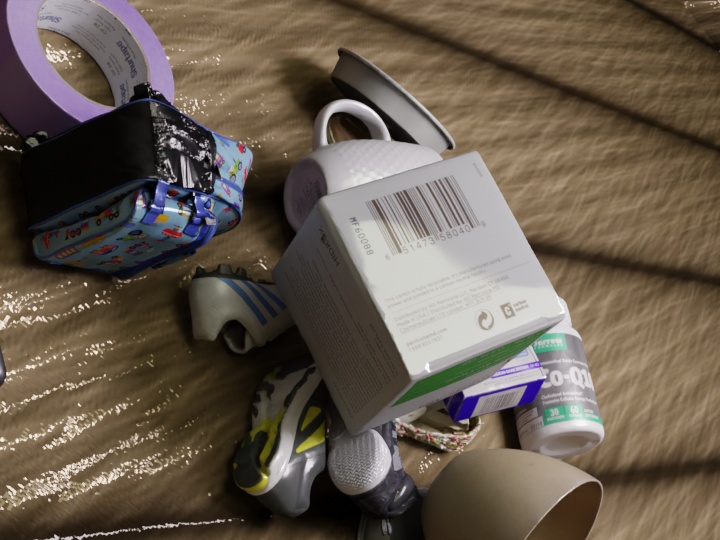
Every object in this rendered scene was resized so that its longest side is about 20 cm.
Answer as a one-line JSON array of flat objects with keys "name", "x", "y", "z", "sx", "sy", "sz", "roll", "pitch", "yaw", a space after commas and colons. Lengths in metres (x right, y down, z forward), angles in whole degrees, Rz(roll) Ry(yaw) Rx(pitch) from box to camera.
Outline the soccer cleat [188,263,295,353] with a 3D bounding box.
[{"name": "soccer cleat", "x": -0.108, "y": 0.047, "z": 1.213, "sx": 0.199, "sy": 0.069, "sz": 0.087, "roll": 11, "pitch": 78, "yaw": -50}]

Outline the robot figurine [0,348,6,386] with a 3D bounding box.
[{"name": "robot figurine", "x": -0.354, "y": 0.061, "z": 0.829, "sx": 0.125, "sy": 0.149, "sz": 0.201, "roll": 67, "pitch": 1, "yaw": -76}]

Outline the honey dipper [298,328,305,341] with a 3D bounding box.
[{"name": "honey dipper", "x": 0.000, "y": 0.000, "z": 1.252, "sx": 0.038, "sy": 0.038, "sz": 0.201, "roll": 44, "pitch": 63, "yaw": -19}]

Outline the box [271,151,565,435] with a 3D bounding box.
[{"name": "box", "x": 0.053, "y": 0.023, "z": 1.143, "sx": 0.198, "sy": 0.171, "sz": 0.201, "roll": -19, "pitch": 74, "yaw": -29}]

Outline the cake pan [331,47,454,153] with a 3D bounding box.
[{"name": "cake pan", "x": 0.037, "y": -0.214, "z": 1.499, "sx": 0.200, "sy": 0.037, "sz": 0.200, "roll": 40, "pitch": -1, "yaw": 1}]

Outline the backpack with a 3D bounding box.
[{"name": "backpack", "x": -0.200, "y": -0.071, "z": 1.090, "sx": 0.200, "sy": 0.181, "sz": 0.136, "roll": 19, "pitch": 58, "yaw": -58}]

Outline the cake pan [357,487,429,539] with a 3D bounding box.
[{"name": "cake pan", "x": 0.078, "y": 0.326, "z": 1.245, "sx": 0.200, "sy": 0.037, "sz": 0.201, "roll": 31, "pitch": 43, "yaw": -34}]

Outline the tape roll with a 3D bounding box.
[{"name": "tape roll", "x": -0.290, "y": -0.210, "z": 1.168, "sx": 0.199, "sy": 0.065, "sz": 0.201, "roll": 31, "pitch": 44, "yaw": -35}]

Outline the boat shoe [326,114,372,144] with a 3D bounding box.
[{"name": "boat shoe", "x": 0.035, "y": -0.136, "z": 1.512, "sx": 0.200, "sy": 0.066, "sz": 0.074, "roll": 47, "pitch": 36, "yaw": -17}]

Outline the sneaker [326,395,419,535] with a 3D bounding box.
[{"name": "sneaker", "x": 0.015, "y": 0.189, "z": 1.222, "sx": 0.201, "sy": 0.075, "sz": 0.114, "roll": -84, "pitch": 154, "yaw": -54}]

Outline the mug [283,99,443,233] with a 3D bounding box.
[{"name": "mug", "x": -0.002, "y": -0.110, "z": 1.371, "sx": 0.174, "sy": 0.147, "sz": 0.202, "roll": 1, "pitch": 75, "yaw": -40}]

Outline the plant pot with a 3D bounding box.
[{"name": "plant pot", "x": 0.142, "y": 0.267, "z": 1.200, "sx": 0.134, "sy": 0.202, "sz": 0.200, "roll": 33, "pitch": 23, "yaw": 30}]

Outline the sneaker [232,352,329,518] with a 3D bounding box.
[{"name": "sneaker", "x": -0.070, "y": 0.167, "z": 1.166, "sx": 0.085, "sy": 0.074, "sz": 0.201, "roll": 57, "pitch": 36, "yaw": -27}]

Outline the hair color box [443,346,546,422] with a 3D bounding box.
[{"name": "hair color box", "x": 0.127, "y": 0.069, "z": 1.348, "sx": 0.108, "sy": 0.065, "sz": 0.201, "roll": -11, "pitch": 56, "yaw": -19}]

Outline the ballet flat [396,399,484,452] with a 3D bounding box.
[{"name": "ballet flat", "x": 0.068, "y": 0.162, "z": 1.333, "sx": 0.199, "sy": 0.064, "sz": 0.076, "roll": 20, "pitch": 50, "yaw": -41}]

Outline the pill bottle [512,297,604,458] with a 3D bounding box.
[{"name": "pill bottle", "x": 0.253, "y": 0.143, "z": 1.534, "sx": 0.113, "sy": 0.113, "sz": 0.201, "roll": 21, "pitch": 49, "yaw": -41}]
